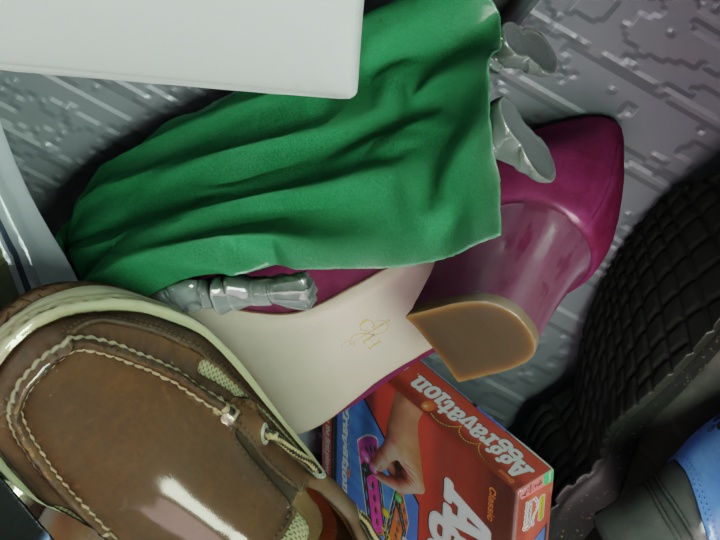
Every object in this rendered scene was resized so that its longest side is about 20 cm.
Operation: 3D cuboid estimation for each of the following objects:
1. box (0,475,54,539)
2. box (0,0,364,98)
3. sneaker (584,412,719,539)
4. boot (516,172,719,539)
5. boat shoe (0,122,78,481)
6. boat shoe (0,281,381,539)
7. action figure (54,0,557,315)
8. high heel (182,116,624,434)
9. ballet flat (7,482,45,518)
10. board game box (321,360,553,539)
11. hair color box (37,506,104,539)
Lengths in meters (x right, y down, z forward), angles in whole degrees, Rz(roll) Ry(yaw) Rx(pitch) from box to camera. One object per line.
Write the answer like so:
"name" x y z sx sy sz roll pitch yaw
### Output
"box" -0.177 0.064 0.879 0.086 0.200 0.164 -42 125 -10
"box" -0.043 -0.169 0.701 0.106 0.152 0.200 5 130 0
"sneaker" 0.144 0.125 0.921 0.111 0.077 0.200 -34 132 6
"boot" 0.137 0.051 0.945 0.130 0.068 0.200 13 134 -19
"boat shoe" -0.139 -0.010 0.873 0.072 0.062 0.200 7 123 55
"boat shoe" -0.045 0.068 0.860 0.075 0.075 0.202 -50 143 2
"action figure" -0.031 -0.025 0.871 0.200 0.118 0.055 -20 137 31
"high heel" 0.000 0.000 0.924 0.200 0.096 0.067 -5 130 37
"ballet flat" -0.193 0.128 1.030 0.200 0.062 0.067 -25 125 24
"board game box" 0.024 0.118 0.986 0.019 0.103 0.200 -29 139 -30
"hair color box" -0.086 0.160 0.943 0.111 0.200 0.064 13 132 14
